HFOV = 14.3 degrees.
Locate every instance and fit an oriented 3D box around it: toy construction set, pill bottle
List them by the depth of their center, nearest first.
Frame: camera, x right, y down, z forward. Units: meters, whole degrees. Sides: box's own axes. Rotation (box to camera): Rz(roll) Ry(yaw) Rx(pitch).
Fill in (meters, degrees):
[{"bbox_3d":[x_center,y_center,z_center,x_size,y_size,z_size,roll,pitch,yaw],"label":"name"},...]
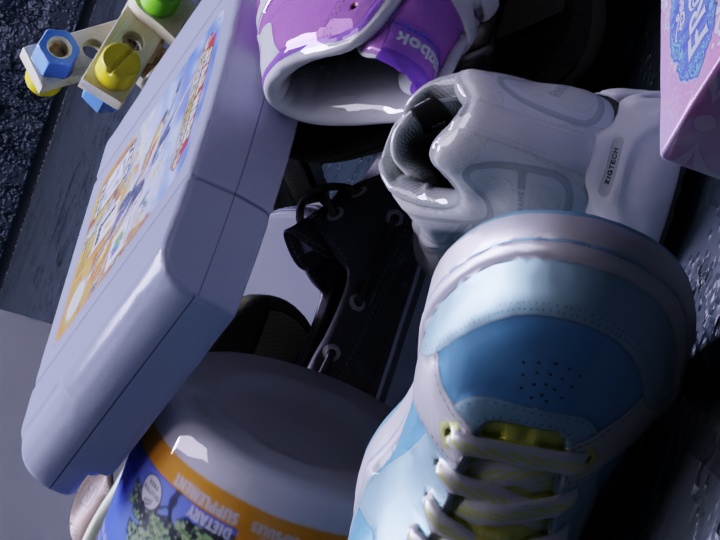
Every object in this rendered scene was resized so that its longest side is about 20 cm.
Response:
[{"bbox_3d":[-0.053,0.141,1.049,0.112,0.112,0.200,-101,30,-67],"label":"pill bottle"},{"bbox_3d":[-0.043,-0.118,1.290,0.200,0.131,0.092,-49,-3,-19],"label":"toy construction set"}]

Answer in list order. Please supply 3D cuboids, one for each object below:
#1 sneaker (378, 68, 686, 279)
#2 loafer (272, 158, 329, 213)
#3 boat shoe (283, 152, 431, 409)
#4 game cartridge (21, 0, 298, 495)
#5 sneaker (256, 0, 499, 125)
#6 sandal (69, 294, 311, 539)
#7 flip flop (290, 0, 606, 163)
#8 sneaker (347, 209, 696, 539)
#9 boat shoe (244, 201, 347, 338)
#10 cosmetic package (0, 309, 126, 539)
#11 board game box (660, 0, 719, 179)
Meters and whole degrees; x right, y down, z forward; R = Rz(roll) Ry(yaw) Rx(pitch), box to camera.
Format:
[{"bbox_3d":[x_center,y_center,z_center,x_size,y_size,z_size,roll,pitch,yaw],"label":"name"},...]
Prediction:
[{"bbox_3d":[0.043,-0.032,0.942,0.200,0.081,0.075,152,133,-76],"label":"sneaker"},{"bbox_3d":[-0.052,-0.009,1.235,0.200,0.072,0.063,74,-144,-52],"label":"loafer"},{"bbox_3d":[0.000,0.000,1.121,0.070,0.066,0.200,156,132,-74],"label":"boat shoe"},{"bbox_3d":[-0.065,-0.028,1.043,0.133,0.041,0.200,-56,15,39],"label":"game cartridge"},{"bbox_3d":[0.046,-0.112,0.954,0.200,0.073,0.114,-32,35,32],"label":"sneaker"},{"bbox_3d":[-0.085,0.094,1.131,0.057,0.080,0.201,25,81,42],"label":"sandal"},{"bbox_3d":[0.026,-0.085,1.084,0.200,0.058,0.081,-7,84,49],"label":"flip flop"},{"bbox_3d":[0.038,0.079,0.804,0.200,0.079,0.131,108,176,-58],"label":"sneaker"},{"bbox_3d":[-0.033,0.065,1.211,0.070,0.071,0.200,-21,-56,-64],"label":"boat shoe"},{"bbox_3d":[-0.151,0.155,1.360,0.167,0.166,0.200,-85,16,-47],"label":"cosmetic package"},{"bbox_3d":[0.138,-0.156,0.766,0.200,0.041,0.200,-84,16,-45],"label":"board game box"}]
